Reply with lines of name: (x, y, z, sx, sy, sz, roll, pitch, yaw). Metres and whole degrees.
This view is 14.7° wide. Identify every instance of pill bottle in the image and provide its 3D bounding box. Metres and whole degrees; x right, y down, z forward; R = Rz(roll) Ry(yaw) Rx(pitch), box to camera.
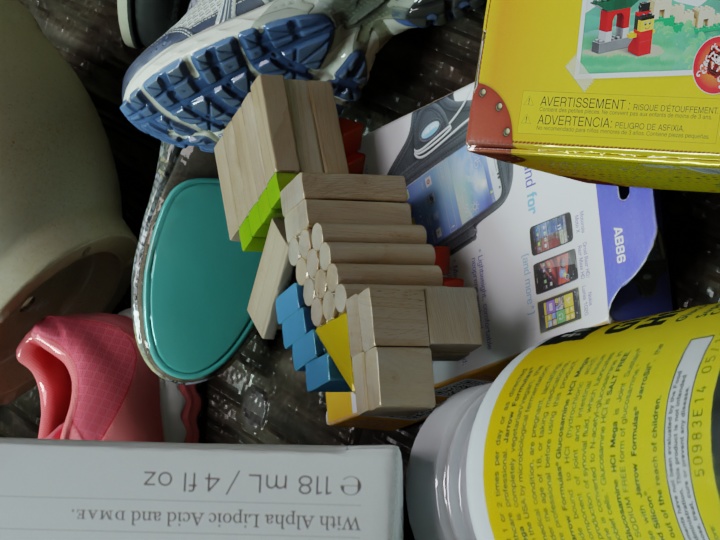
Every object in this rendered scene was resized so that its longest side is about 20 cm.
pill bottle: (0.110, 0.071, 0.974, 0.200, 0.112, 0.112, -13, 73, 50)

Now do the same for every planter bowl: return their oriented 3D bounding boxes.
planter bowl: (-0.192, -0.018, 1.344, 0.135, 0.200, 0.200, 44, 121, 16)

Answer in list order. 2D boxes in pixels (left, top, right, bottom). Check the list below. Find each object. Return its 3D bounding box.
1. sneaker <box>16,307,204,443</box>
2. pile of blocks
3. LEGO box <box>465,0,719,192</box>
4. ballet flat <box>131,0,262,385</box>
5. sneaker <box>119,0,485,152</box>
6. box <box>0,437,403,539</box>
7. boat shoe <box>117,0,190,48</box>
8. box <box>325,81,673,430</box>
sneaker: (-0.114, 0.108, 1.282, 0.074, 0.087, 0.200, -42, 53, 42)
pile of blocks: (0.000, 0.000, 1.118, 0.200, 0.062, 0.082, -117, 37, -47)
LEGO box: (0.143, -0.103, 0.964, 0.200, 0.077, 0.149, 7, 86, 44)
ballet flat: (-0.061, -0.048, 1.271, 0.072, 0.072, 0.200, 18, 98, 52)
sneaker: (-0.019, -0.122, 1.199, 0.200, 0.077, 0.085, -29, 47, 20)
box: (-0.083, 0.137, 1.083, 0.200, 0.199, 0.131, 88, -177, -81)
boat shoe: (-0.065, -0.177, 1.281, 0.074, 0.063, 0.201, -63, -5, -53)
box: (0.056, -0.015, 1.123, 0.200, 0.041, 0.119, -21, 67, 46)
